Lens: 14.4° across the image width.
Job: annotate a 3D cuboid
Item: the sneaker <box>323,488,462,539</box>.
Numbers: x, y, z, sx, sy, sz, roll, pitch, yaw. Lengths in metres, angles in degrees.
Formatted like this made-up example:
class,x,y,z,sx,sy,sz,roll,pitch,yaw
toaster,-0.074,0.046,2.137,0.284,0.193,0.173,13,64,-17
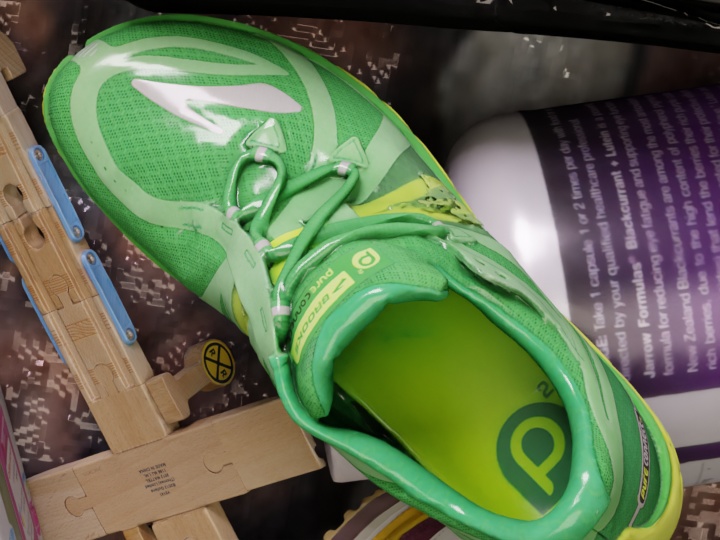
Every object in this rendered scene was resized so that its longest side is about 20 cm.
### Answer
class,x,y,z,sx,sy,sz,roll,pitch,yaw
sneaker,-0.008,0.154,0.782,0.075,0.090,0.200,33,86,-37

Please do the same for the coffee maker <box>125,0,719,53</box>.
class,x,y,z,sx,sy,sz,roll,pitch,yaw
coffee maker,0.037,-0.109,0.742,0.200,0.192,0.135,7,66,12

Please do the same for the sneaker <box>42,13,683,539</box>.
class,x,y,z,sx,sy,sz,roll,pitch,yaw
sneaker,0.000,0.000,0.708,0.200,0.084,0.074,40,92,15

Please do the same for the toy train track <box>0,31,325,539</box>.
class,x,y,z,sx,sy,sz,roll,pitch,yaw
toy train track,-0.069,0.017,0.824,0.115,0.033,0.200,-19,102,37

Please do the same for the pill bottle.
class,x,y,z,sx,sy,sz,roll,pitch,yaw
pill bottle,0.085,0.005,0.798,0.200,0.111,0.112,-8,106,-3

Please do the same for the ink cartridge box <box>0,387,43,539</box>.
class,x,y,z,sx,sy,sz,roll,pitch,yaw
ink cartridge box,-0.166,0.089,0.809,0.144,0.085,0.200,-13,107,1
